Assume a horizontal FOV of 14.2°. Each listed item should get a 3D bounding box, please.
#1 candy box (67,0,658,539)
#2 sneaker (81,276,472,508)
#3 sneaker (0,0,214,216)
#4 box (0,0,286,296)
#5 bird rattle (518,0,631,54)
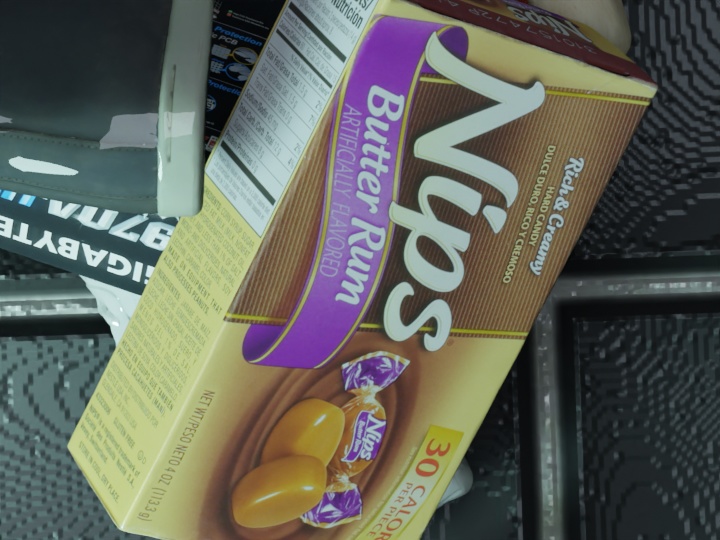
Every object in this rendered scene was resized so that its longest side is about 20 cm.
[{"bbox_3d":[0.000,0.000,0.957,0.117,0.056,0.200,16,111,-35],"label":"candy box"},{"bbox_3d":[-0.060,0.041,1.058,0.200,0.078,0.099,42,93,4],"label":"sneaker"},{"bbox_3d":[-0.101,-0.093,0.958,0.106,0.200,0.075,4,123,-4],"label":"sneaker"},{"bbox_3d":[-0.125,-0.080,1.032,0.200,0.159,0.046,18,132,3],"label":"box"},{"bbox_3d":[0.061,-0.147,1.012,0.113,0.200,0.163,-27,110,1],"label":"bird rattle"}]
